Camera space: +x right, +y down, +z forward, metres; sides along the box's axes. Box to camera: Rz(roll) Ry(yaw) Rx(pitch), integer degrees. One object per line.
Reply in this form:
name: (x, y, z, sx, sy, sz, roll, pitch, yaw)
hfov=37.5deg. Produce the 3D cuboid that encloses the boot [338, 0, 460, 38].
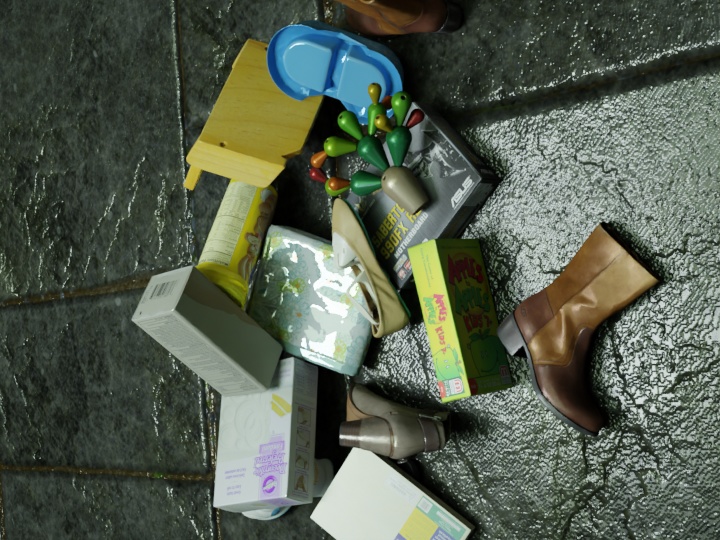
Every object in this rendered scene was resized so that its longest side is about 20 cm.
boot: (0.004, -0.343, 1.389, 0.187, 0.199, 0.069, 22, 106, 38)

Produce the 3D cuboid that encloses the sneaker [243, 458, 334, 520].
sneaker: (-0.129, 0.323, 1.600, 0.199, 0.080, 0.077, -33, 54, 40)

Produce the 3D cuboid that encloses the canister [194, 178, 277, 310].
canister: (-0.191, -0.023, 1.569, 0.149, 0.086, 0.201, 114, 173, -56)

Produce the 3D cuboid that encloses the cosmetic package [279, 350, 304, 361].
cosmetic package: (-0.142, 0.177, 1.638, 0.082, 0.050, 0.202, 23, 106, 38)

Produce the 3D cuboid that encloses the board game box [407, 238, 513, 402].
board game box: (0.129, 0.062, 1.370, 0.047, 0.101, 0.202, -19, 79, 39)

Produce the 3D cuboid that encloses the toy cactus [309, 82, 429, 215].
toy cactus: (0.029, -0.144, 1.410, 0.165, 0.102, 0.200, 50, 120, 7)

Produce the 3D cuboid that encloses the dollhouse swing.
dollhouse swing: (-0.156, -0.201, 1.575, 0.180, 0.201, 0.176, 17, 149, 4)

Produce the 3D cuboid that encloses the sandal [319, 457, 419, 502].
sandal: (0.005, 0.320, 1.521, 0.199, 0.045, 0.076, -26, 73, 38)

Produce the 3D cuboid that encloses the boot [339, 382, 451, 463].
boot: (0.051, 0.204, 1.446, 0.145, 0.200, 0.071, 0, 107, 5)

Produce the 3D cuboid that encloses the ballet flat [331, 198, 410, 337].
ballet flat: (0.000, 0.000, 1.444, 0.201, 0.063, 0.069, 61, 164, -5)

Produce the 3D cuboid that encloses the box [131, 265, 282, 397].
box: (-0.210, 0.089, 1.483, 0.094, 0.200, 0.078, -12, 45, 37)

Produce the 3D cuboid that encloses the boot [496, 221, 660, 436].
boot: (0.286, 0.073, 1.279, 0.200, 0.068, 0.189, -46, 56, 24)

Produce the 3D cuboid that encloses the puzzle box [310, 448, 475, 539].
puzzle box: (0.042, 0.345, 1.455, 0.199, 0.025, 0.134, 36, 100, 19)

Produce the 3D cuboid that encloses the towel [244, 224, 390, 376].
towel: (-0.066, 0.041, 1.533, 0.199, 0.048, 0.173, 20, 100, 19)

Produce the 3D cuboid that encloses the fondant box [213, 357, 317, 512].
fondant box: (-0.136, 0.238, 1.530, 0.143, 0.058, 0.202, -16, 63, 35)

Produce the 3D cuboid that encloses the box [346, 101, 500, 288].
box: (0.076, -0.101, 1.445, 0.159, 0.048, 0.200, 52, 121, 26)

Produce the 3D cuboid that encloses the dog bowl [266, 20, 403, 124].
dog bowl: (-0.030, -0.279, 1.473, 0.198, 0.050, 0.112, 22, 127, 7)
